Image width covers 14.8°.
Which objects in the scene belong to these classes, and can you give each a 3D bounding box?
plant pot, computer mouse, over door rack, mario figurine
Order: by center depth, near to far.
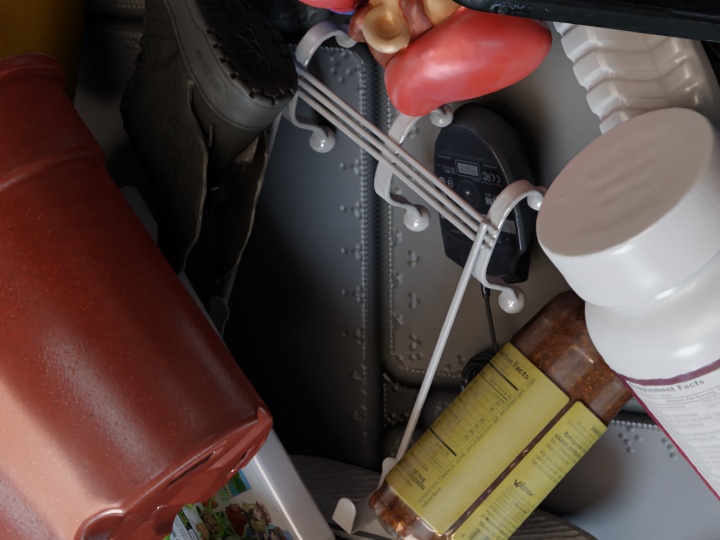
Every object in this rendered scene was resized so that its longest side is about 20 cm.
[{"bbox_3d":[-0.155,0.041,1.259,0.195,0.201,0.201,50,118,9],"label":"plant pot"},{"bbox_3d":[0.007,-0.157,1.266,0.200,0.123,0.106,35,151,17],"label":"mario figurine"},{"bbox_3d":[0.000,0.000,1.338,0.148,0.067,0.200,41,121,27],"label":"over door rack"},{"bbox_3d":[0.071,0.012,1.355,0.059,0.034,0.200,17,123,43],"label":"computer mouse"}]

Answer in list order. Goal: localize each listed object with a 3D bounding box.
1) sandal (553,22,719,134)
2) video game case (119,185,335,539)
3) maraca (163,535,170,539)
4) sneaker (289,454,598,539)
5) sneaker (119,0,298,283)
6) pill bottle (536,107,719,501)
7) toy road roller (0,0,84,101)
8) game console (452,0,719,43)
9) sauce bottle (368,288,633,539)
[{"bbox_3d":[0.123,-0.137,1.273,0.082,0.050,0.203,-12,90,41],"label":"sandal"},{"bbox_3d":[-0.110,0.073,1.402,0.182,0.022,0.200,-30,89,55],"label":"video game case"},{"bbox_3d":[-0.185,0.139,1.375,0.200,0.107,0.137,-39,85,0],"label":"maraca"},{"bbox_3d":[0.032,0.152,1.390,0.200,0.078,0.080,13,107,30],"label":"sneaker"},{"bbox_3d":[-0.086,-0.101,1.332,0.104,0.060,0.200,-52,49,42],"label":"sneaker"},{"bbox_3d":[0.169,0.028,1.234,0.109,0.110,0.200,-25,122,27],"label":"pill bottle"},{"bbox_3d":[-0.207,-0.123,1.334,0.146,0.200,0.123,5,93,-6],"label":"toy road roller"},{"bbox_3d":[0.135,-0.197,1.167,0.200,0.176,0.116,6,141,-13],"label":"game console"},{"bbox_3d":[0.090,0.058,1.307,0.066,0.066,0.200,44,90,4],"label":"sauce bottle"}]
